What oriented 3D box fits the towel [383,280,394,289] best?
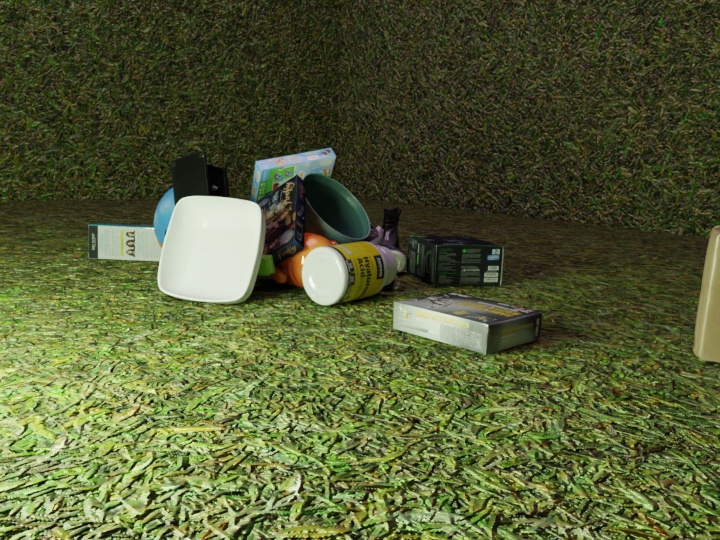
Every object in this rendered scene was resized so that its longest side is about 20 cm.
[{"bbox_3d":[0.000,0.000,1.664,0.144,0.051,0.200,1,9,-3],"label":"towel"}]

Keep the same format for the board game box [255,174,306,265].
[{"bbox_3d":[-0.177,-0.096,1.559,0.134,0.035,0.203,-29,40,24],"label":"board game box"}]

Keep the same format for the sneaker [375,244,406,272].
[{"bbox_3d":[0.019,-0.035,1.823,0.196,0.077,0.085,14,12,8],"label":"sneaker"}]

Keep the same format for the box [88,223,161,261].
[{"bbox_3d":[-0.565,-0.069,1.819,0.195,0.084,0.049,3,8,0],"label":"box"}]

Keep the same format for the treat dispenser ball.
[{"bbox_3d":[-0.384,-0.109,1.737,0.196,0.206,0.201,2,9,0],"label":"treat dispenser ball"}]

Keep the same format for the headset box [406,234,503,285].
[{"bbox_3d":[0.217,-0.027,1.752,0.170,0.095,0.200,1,9,-16],"label":"headset box"}]

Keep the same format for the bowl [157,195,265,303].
[{"bbox_3d":[-0.273,-0.032,1.408,0.195,0.204,0.075,6,-16,17],"label":"bowl"}]

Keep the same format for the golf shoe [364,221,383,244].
[{"bbox_3d":[-0.002,-0.092,2.028,0.077,0.096,0.198,26,-6,-42],"label":"golf shoe"}]

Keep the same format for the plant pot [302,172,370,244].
[{"bbox_3d":[-0.093,-0.108,1.731,0.198,0.134,0.202,32,32,-22],"label":"plant pot"}]

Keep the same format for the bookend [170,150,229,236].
[{"bbox_3d":[-0.301,-0.129,1.586,0.090,0.204,0.199,-11,-8,25],"label":"bookend"}]

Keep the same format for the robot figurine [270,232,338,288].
[{"bbox_3d":[-0.126,-0.022,1.567,0.142,0.119,0.198,17,-3,-41],"label":"robot figurine"}]

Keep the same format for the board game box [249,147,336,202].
[{"bbox_3d":[-0.162,-0.207,1.747,0.197,0.153,0.037,-17,55,-30],"label":"board game box"}]

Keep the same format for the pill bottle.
[{"bbox_3d":[-0.014,0.001,1.463,0.110,0.114,0.198,9,12,36],"label":"pill bottle"}]

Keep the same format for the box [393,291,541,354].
[{"bbox_3d":[0.175,0.082,1.227,0.156,0.050,0.198,-6,12,-44],"label":"box"}]

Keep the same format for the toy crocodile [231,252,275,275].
[{"bbox_3d":[-0.263,-0.007,1.488,0.196,0.069,0.062,-7,21,17],"label":"toy crocodile"}]

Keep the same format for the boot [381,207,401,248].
[{"bbox_3d":[0.073,-0.110,2.085,0.068,0.135,0.200,4,9,8],"label":"boot"}]

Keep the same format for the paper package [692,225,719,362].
[{"bbox_3d":[0.618,0.044,1.119,0.187,0.205,0.103,7,11,21],"label":"paper package"}]
